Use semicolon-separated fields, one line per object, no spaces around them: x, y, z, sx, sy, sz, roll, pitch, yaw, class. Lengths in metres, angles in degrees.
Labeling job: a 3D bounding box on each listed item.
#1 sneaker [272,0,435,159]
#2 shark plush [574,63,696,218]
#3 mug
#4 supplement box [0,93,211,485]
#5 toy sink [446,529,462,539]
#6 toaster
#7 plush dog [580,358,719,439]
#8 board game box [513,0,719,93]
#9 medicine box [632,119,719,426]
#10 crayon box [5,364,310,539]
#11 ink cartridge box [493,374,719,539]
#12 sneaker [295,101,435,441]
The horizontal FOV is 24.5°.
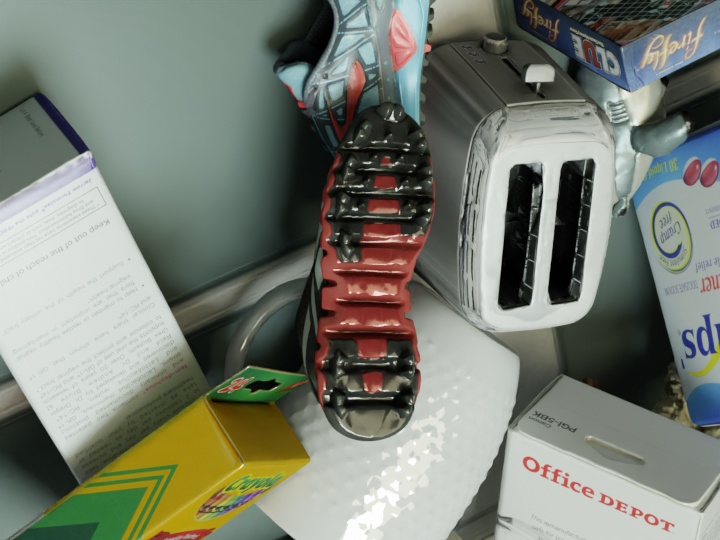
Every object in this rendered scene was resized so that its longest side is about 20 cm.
-0.010;-0.115;1.047;0.095;0.079;0.202;-1;109;-12;sneaker
0.152;-0.080;1.171;0.083;0.091;0.201;22;125;-15;shark plush
0.001;0.089;1.109;0.199;0.148;0.176;35;92;-14;mug
-0.176;0.015;0.992;0.103;0.101;0.201;-32;125;-10;supplement box
-0.018;0.268;1.200;0.199;0.112;0.131;-23;123;-20;toy sink
0.093;-0.046;1.083;0.113;0.129;0.202;-4;114;-19;toaster
0.207;0.169;1.255;0.170;0.161;0.202;4;121;13;plush dog
0.217;-0.191;1.081;0.199;0.135;0.035;-26;124;-14;board game box
0.290;-0.006;1.139;0.102;0.182;0.202;-12;86;-22;medicine box
-0.113;0.134;1.007;0.199;0.051;0.127;-37;166;11;crayon box
0.173;0.194;1.163;0.083;0.146;0.201;-38;142;-46;ink cartridge box
0.000;0.000;1.014;0.070;0.098;0.202;5;88;-16;sneaker
